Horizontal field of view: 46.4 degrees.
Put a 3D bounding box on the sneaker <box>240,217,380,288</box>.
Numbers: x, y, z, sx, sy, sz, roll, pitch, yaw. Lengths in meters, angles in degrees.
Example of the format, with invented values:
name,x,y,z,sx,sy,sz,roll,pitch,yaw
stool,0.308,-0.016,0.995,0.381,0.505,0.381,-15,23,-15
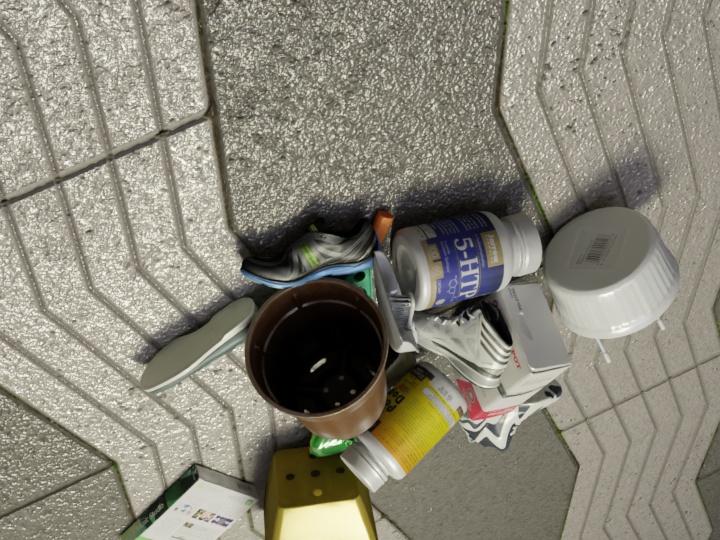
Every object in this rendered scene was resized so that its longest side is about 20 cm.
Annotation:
name,x,y,z,sx,sy,sz,roll,pitch,yaw
sneaker,-0.070,-0.029,1.153,0.197,0.071,0.084,-14,109,-11

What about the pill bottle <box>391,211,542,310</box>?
name,x,y,z,sx,sy,sz,roll,pitch,yaw
pill bottle,0.156,-0.021,1.222,0.198,0.120,0.121,-13,133,-16

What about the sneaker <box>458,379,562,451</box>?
name,x,y,z,sx,sy,sz,roll,pitch,yaw
sneaker,0.278,0.269,1.559,0.197,0.080,0.130,-21,135,-8

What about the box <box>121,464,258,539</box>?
name,x,y,z,sx,sy,sz,roll,pitch,yaw
box,-0.292,0.425,1.443,0.200,0.036,0.144,-44,133,12

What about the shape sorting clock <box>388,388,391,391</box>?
name,x,y,z,sx,sy,sz,roll,pitch,yaw
shape sorting clock,0.045,0.252,1.457,0.198,0.039,0.202,-14,133,-15

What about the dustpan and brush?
name,x,y,z,sx,sy,sz,roll,pitch,yaw
dustpan and brush,0.059,0.069,1.180,0.057,0.141,0.201,-13,154,-7

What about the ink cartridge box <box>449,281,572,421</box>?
name,x,y,z,sx,sy,sz,roll,pitch,yaw
ink cartridge box,0.226,0.129,1.319,0.083,0.146,0.200,-6,154,-26

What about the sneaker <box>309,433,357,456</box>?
name,x,y,z,sx,sy,sz,roll,pitch,yaw
sneaker,0.013,0.273,1.386,0.197,0.084,0.075,-11,125,-8

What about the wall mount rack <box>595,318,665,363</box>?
name,x,y,z,sx,sy,sz,roll,pitch,yaw
wall mount rack,0.453,0.062,1.470,0.199,0.075,0.174,-30,135,2

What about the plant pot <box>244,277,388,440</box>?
name,x,y,z,sx,sy,sz,roll,pitch,yaw
plant pot,-0.047,0.144,1.210,0.198,0.202,0.199,-25,152,-4

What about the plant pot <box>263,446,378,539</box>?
name,x,y,z,sx,sy,sz,roll,pitch,yaw
plant pot,-0.069,0.407,1.417,0.197,0.201,0.178,-5,121,-6

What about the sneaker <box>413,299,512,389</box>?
name,x,y,z,sx,sy,sz,roll,pitch,yaw
sneaker,0.148,0.077,1.268,0.075,0.200,0.116,-15,133,-54

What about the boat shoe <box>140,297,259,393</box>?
name,x,y,z,sx,sy,sz,roll,pitch,yaw
boat shoe,-0.219,0.119,1.192,0.199,0.073,0.062,-36,131,-1

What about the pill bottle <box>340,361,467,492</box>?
name,x,y,z,sx,sy,sz,roll,pitch,yaw
pill bottle,0.064,0.245,1.307,0.200,0.109,0.110,-43,136,-13

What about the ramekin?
name,x,y,z,sx,sy,sz,roll,pitch,yaw
ramekin,0.380,-0.004,1.299,0.199,0.201,0.098,-35,128,5

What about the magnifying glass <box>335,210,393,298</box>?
name,x,y,z,sx,sy,sz,roll,pitch,yaw
magnifying glass,0.000,0.000,1.233,0.079,0.022,0.201,6,124,-29

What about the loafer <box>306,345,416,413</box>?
name,x,y,z,sx,sy,sz,roll,pitch,yaw
loafer,-0.004,0.171,1.345,0.199,0.076,0.069,-31,134,-12
